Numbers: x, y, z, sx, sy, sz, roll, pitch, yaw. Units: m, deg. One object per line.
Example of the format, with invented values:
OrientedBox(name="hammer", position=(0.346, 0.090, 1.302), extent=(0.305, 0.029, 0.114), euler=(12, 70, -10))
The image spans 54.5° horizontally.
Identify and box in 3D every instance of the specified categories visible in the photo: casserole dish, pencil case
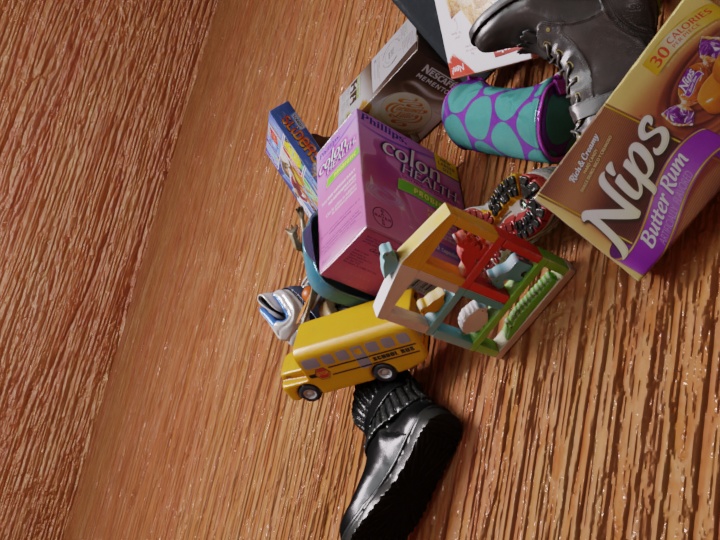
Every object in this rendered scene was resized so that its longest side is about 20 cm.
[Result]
OrientedBox(name="casserole dish", position=(0.000, 0.000, 0.881), extent=(0.039, 0.197, 0.123), euler=(-41, 45, 35))
OrientedBox(name="pencil case", position=(0.173, -0.177, 0.801), extent=(0.199, 0.083, 0.095), euler=(-152, 67, -62))

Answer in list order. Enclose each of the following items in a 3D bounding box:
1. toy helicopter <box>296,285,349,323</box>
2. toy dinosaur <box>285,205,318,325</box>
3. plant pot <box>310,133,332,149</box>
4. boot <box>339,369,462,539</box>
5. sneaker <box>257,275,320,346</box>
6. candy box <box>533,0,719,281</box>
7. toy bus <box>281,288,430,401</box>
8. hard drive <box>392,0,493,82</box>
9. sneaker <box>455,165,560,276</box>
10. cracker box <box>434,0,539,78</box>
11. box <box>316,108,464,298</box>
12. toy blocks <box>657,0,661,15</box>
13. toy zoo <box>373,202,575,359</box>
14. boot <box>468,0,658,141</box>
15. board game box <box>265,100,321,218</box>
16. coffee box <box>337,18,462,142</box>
OrientedBox(name="toy helicopter", position=(-0.038, 0.042, 1.000), extent=(0.080, 0.130, 0.201), euler=(-59, 29, 19))
OrientedBox(name="toy dinosaur", position=(-0.057, -0.022, 0.930), extent=(0.057, 0.103, 0.202), euler=(-12, 34, 10))
OrientedBox(name="plant pot", position=(-0.014, -0.125, 1.059), extent=(0.092, 0.204, 0.200), euler=(-32, 21, -18))
OrientedBox(name="boot", position=(0.021, 0.220, 0.827), extent=(0.213, 0.079, 0.157), euler=(-56, 34, -2))
OrientedBox(name="sneaker", position=(-0.091, 0.036, 1.085), extent=(0.081, 0.144, 0.203), euler=(-50, 34, 33))
OrientedBox(name="candy box", position=(0.250, -0.107, 0.578), extent=(0.202, 0.116, 0.056), euler=(-55, -11, 25))
OrientedBox(name="toy bus", position=(-0.011, 0.092, 0.837), extent=(0.196, 0.079, 0.066), euler=(-19, 34, 24))
OrientedBox(name="hard drive", position=(0.126, -0.351, 0.882), extent=(0.139, 0.201, 0.033), euler=(-42, 0, 29))
OrientedBox(name="sneaker", position=(0.169, -0.051, 0.755), extent=(0.079, 0.081, 0.200), euler=(67, 157, 6))
OrientedBox(name="cracker box", position=(0.143, -0.335, 0.796), extent=(0.133, 0.057, 0.204), euler=(5, 114, 56))
OrientedBox(name="box", position=(0.042, -0.069, 0.872), extent=(0.097, 0.174, 0.203), euler=(-42, 38, 36))
OrientedBox(name="toy blocks", position=(0.281, -0.355, 0.726), extent=(0.137, 0.099, 0.201), euler=(-51, 32, 12))
OrientedBox(name="toy zoo", position=(0.101, 0.013, 0.689), extent=(0.132, 0.197, 0.021), euler=(-54, 32, 26))
OrientedBox(name="boot", position=(0.202, -0.177, 0.656), extent=(0.196, 0.069, 0.179), euler=(-7, 87, 29))
OrientedBox(name="board game box", position=(-0.067, -0.123, 0.995), extent=(0.034, 0.202, 0.135), euler=(-32, -6, -16))
OrientedBox(name="coffee box", position=(0.065, -0.262, 1.021), extent=(0.199, 0.113, 0.081), euler=(-38, 40, 47))
